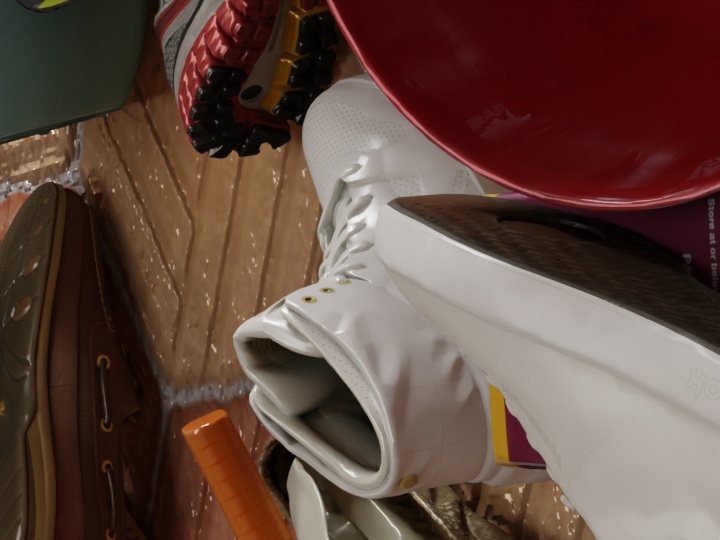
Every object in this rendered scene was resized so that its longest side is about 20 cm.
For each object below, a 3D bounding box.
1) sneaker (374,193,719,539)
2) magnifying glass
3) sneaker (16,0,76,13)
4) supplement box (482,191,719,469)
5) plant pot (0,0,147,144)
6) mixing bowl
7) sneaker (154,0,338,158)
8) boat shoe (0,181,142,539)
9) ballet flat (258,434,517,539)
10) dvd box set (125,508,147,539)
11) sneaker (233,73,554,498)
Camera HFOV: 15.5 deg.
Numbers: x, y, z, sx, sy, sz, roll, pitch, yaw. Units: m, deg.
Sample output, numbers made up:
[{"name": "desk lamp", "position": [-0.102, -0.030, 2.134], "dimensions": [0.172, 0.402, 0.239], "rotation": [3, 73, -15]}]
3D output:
[{"name": "sneaker", "position": [0.063, 0.041, 0.693], "dimensions": [0.200, 0.072, 0.085], "rotation": [33, 118, 49]}, {"name": "magnifying glass", "position": [-0.016, 0.146, 1.009], "dimensions": [0.201, 0.022, 0.080], "rotation": [65, 169, -7]}, {"name": "sneaker", "position": [-0.097, -0.198, 1.048], "dimensions": [0.201, 0.081, 0.074], "rotation": [-65, 13, 3]}, {"name": "supplement box", "position": [0.135, 0.013, 0.749], "dimensions": [0.200, 0.110, 0.086], "rotation": [-3, 92, 56]}, {"name": "plant pot", "position": [-0.182, -0.131, 1.150], "dimensions": [0.200, 0.200, 0.162], "rotation": [-11, 96, 57]}, {"name": "mixing bowl", "position": [0.089, -0.123, 0.730], "dimensions": [0.199, 0.108, 0.202], "rotation": [9, 106, 36]}, {"name": "sneaker", "position": [-0.041, -0.141, 1.029], "dimensions": [0.082, 0.077, 0.201], "rotation": [59, 139, 35]}, {"name": "boat shoe", "position": [-0.137, 0.057, 1.213], "dimensions": [0.072, 0.067, 0.201], "rotation": [-34, 48, 48]}, {"name": "ballet flat", "position": [0.023, 0.117, 0.977], "dimensions": [0.200, 0.065, 0.071], "rotation": [41, 127, 47]}, {"name": "dvd box set", "position": [-0.122, 0.188, 1.242], "dimensions": [0.200, 0.029, 0.147], "rotation": [51, 134, 40]}, {"name": "sneaker", "position": [0.000, 0.000, 0.952], "dimensions": [0.200, 0.115, 0.074], "rotation": [56, 139, 38]}]
